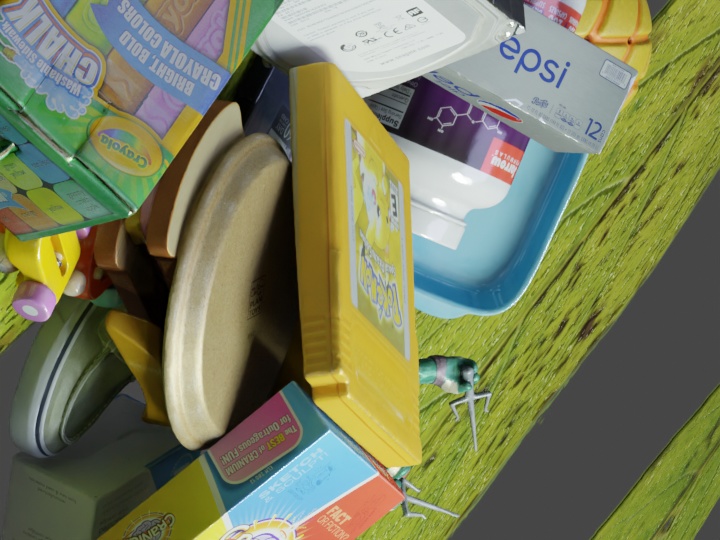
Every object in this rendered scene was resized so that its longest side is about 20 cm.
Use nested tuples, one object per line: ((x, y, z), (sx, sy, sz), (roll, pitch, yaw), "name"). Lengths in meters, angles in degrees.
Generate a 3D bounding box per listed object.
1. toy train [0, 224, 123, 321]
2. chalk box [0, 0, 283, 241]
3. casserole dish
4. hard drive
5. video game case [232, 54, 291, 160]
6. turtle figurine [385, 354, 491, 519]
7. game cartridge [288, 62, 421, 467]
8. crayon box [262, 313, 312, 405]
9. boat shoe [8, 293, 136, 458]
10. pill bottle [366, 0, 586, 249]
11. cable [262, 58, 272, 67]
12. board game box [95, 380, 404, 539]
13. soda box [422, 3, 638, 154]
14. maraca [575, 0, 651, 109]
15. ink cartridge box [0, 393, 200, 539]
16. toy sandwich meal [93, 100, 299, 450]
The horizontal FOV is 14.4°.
((-0.165, -0.056, 1.558), (0.150, 0.056, 0.200), (-55, 153, -56), "toy train")
((-0.152, -0.097, 1.395), (0.124, 0.124, 0.200), (43, 65, -23), "chalk box")
((0.085, -0.063, 2.011), (0.039, 0.121, 0.200), (-89, -159, -75), "casserole dish")
((-0.015, -0.166, 1.608), (0.200, 0.140, 0.038), (35, 44, -49), "hard drive")
((-0.072, -0.042, 1.808), (0.200, 0.019, 0.143), (-63, 157, -10), "video game case")
((0.014, 0.105, 2.028), (0.200, 0.101, 0.150), (60, 40, -43), "turtle figurine")
((0.000, 0.000, 1.681), (0.176, 0.032, 0.200), (47, 36, -66), "game cartridge")
((-0.046, 0.081, 1.796), (0.200, 0.052, 0.126), (122, -13, -60), "crayon box")
((-0.135, 0.027, 1.677), (0.200, 0.062, 0.072), (-59, 156, -17), "boat shoe")
((0.068, -0.120, 1.916), (0.112, 0.112, 0.200), (18, 94, -67), "pill bottle")
((0.017, -0.192, 1.709), (0.200, 0.050, 0.097), (-28, 140, -5), "cable")
((-0.082, 0.162, 1.670), (0.200, 0.040, 0.153), (-39, 154, 2), "board game box")
((0.073, -0.146, 1.815), (0.063, 0.200, 0.068), (-64, -159, -6), "soda box")
((0.147, -0.188, 2.043), (0.137, 0.107, 0.200), (-49, 133, -37), "maraca")
((-0.168, 0.191, 1.751), (0.116, 0.068, 0.200), (-30, 138, -53), "ink cartridge box")
((-0.092, 0.005, 1.621), (0.205, 0.070, 0.205), (12, 90, -73), "toy sandwich meal")
